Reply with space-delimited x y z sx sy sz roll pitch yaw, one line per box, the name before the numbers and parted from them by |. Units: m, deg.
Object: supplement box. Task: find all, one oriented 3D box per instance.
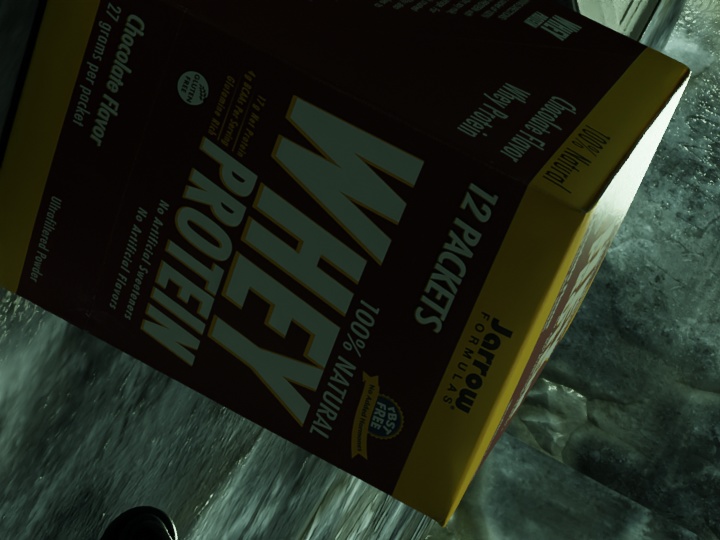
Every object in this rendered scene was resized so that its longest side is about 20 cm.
supplement box | -0.003 -0.041 0.667 0.197 0.199 0.133 -45 160 -61

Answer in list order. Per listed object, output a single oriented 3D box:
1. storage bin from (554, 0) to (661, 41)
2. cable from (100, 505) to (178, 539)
storage bin | 0.134 -0.217 1.105 0.136 0.093 0.200 -60 157 -14
cable | -0.154 0.219 0.942 0.200 0.051 0.163 -57 -175 28
